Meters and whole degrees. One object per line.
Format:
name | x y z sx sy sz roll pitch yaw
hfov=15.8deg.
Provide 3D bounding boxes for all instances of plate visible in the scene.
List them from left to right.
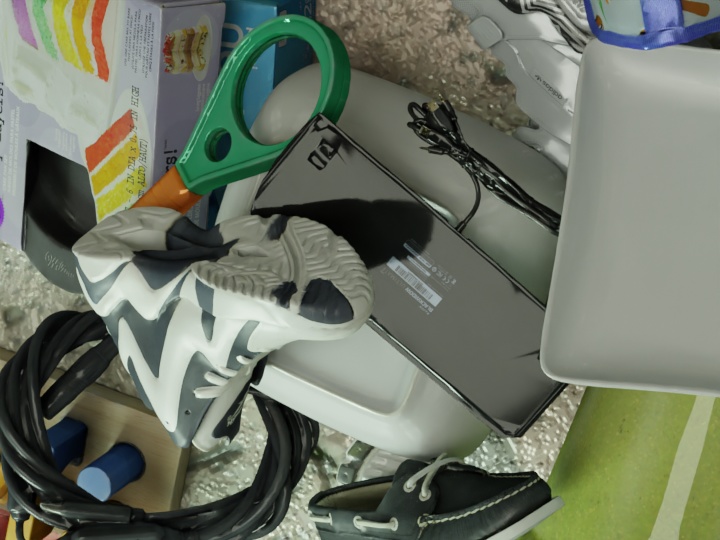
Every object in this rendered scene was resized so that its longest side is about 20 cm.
plate | 0.204 -0.021 1.363 0.199 0.032 0.201 6 68 8

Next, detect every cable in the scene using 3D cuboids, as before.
cable | -0.126 0.098 1.614 0.199 0.051 0.164 -5 75 -6

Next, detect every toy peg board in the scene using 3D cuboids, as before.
toy peg board | -0.232 0.169 1.678 0.199 0.098 0.200 19 111 16

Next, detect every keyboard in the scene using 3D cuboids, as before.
keyboard | 0.046 -0.014 1.393 0.200 0.021 0.127 41 112 -1

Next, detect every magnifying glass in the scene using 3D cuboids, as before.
magnifying glass | -0.083 -0.064 1.450 0.200 0.022 0.080 -43 58 23

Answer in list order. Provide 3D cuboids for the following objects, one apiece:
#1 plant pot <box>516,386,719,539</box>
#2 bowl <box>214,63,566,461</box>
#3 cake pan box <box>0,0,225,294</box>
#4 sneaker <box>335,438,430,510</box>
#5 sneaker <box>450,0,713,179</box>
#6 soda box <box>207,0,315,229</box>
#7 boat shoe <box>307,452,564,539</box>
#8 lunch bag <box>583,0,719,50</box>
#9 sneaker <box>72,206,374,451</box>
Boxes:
plant pot | 0.188 0.118 1.459 0.200 0.200 0.185 17 99 17
bowl | 0.000 0.000 1.467 0.199 0.075 0.201 25 108 19
cake pan box | -0.160 -0.087 1.559 0.184 0.052 0.201 28 120 46
sneaker | 0.046 0.085 1.546 0.074 0.085 0.201 22 109 21
sneaker | 0.093 -0.119 1.476 0.200 0.075 0.115 27 111 10
soda box | -0.074 -0.072 1.564 0.068 0.064 0.201 10 108 19
boat shoe | 0.034 0.135 1.447 0.200 0.076 0.060 -24 90 48
lunch bag | 0.164 -0.212 1.352 0.123 0.200 0.171 -8 103 23
sneaker | -0.063 0.042 1.406 0.199 0.079 0.130 5 124 34
